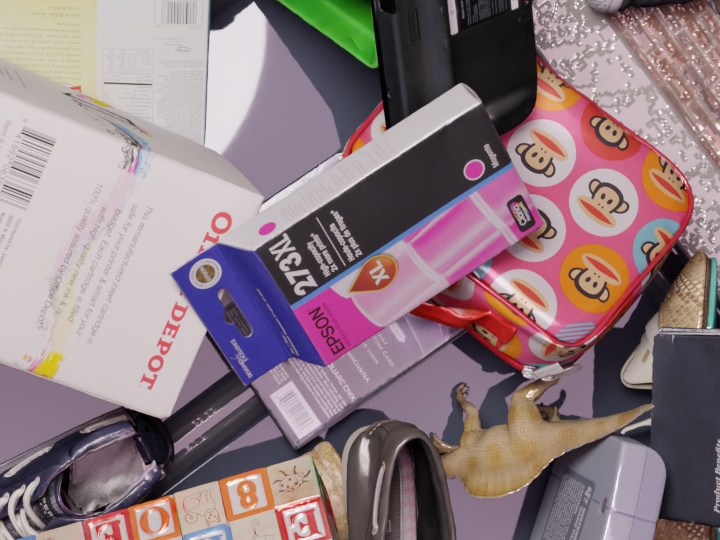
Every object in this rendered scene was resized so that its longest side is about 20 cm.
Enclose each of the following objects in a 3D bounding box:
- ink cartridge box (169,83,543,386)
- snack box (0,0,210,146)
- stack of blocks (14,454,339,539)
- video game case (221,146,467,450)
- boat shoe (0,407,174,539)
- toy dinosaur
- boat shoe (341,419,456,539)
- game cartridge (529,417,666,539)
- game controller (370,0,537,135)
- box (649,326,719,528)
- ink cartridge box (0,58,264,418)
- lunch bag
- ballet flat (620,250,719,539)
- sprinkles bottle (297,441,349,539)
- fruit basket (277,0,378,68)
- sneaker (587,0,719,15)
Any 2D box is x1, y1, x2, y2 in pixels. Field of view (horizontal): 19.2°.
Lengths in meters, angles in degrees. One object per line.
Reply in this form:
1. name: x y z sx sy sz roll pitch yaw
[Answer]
1. ink cartridge box: 0.000 -0.014 1.213 0.200 0.037 0.095 -32 123 -1
2. snack box: -0.193 -0.134 1.309 0.200 0.037 0.116 2 128 -5
3. stack of blocks: -0.106 0.196 1.244 0.200 0.059 0.115 -16 59 1
4. video game case: 0.000 0.000 1.362 0.200 0.019 0.143 -34 92 -7
5. boat shoe: -0.206 0.149 1.303 0.200 0.093 0.075 -35 92 -5
6. toy dinosaur: 0.103 0.104 1.321 0.200 0.101 0.058 -18 119 24
7. boat shoe: 0.028 0.189 1.274 0.067 0.057 0.200 -7 90 -29
8. game cartridge: 0.131 0.196 1.305 0.040 0.133 0.200 17 92 -8
9. game controller: 0.053 -0.156 1.211 0.104 0.042 0.200 -30 130 -31
10. box: 0.310 0.096 1.266 0.200 0.197 0.124 3 90 -31
11. ink cartridge box: -0.185 -0.028 1.251 0.200 0.145 0.147 22 99 -21
12. lunch bag: 0.085 -0.035 1.302 0.200 0.082 0.176 40 67 5
13. ballet flat: 0.197 0.088 1.356 0.065 0.071 0.200 -1 85 11
14. sprinkles bottle: -0.092 0.180 1.325 0.200 0.068 0.068 -27 91 -6
15. fruit basket: -0.055 -0.215 1.254 0.215 0.216 0.156 -11 123 -5
16. sneaker: 0.207 -0.260 1.362 0.114 0.075 0.200 6 94 -5
